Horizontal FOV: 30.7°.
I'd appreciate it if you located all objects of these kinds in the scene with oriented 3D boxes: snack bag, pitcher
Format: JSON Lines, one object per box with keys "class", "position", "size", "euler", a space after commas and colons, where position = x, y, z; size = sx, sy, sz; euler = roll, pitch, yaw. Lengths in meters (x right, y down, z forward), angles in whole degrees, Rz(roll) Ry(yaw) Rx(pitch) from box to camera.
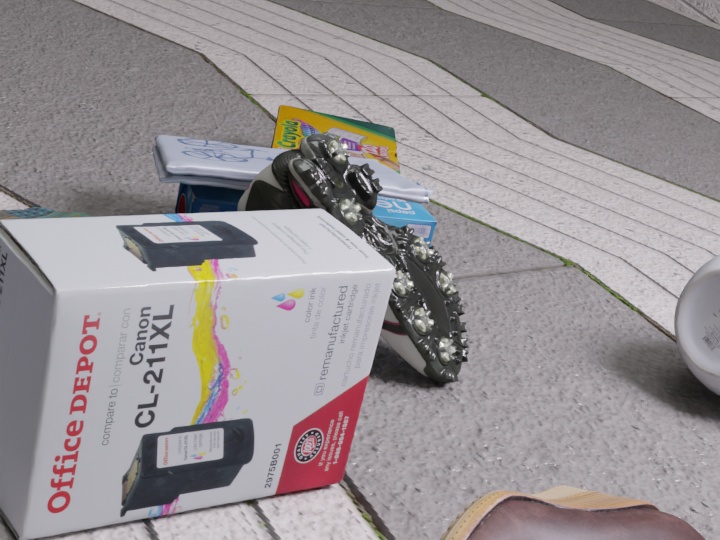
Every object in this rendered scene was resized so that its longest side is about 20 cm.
{"class": "snack bag", "position": [-0.060, -0.077, 1.014], "size": [0.200, 0.021, 0.189], "euler": [5, 10, -13]}
{"class": "pitcher", "position": [0.340, 0.060, 0.990], "size": [0.200, 0.121, 0.172], "euler": [6, 35, -46]}

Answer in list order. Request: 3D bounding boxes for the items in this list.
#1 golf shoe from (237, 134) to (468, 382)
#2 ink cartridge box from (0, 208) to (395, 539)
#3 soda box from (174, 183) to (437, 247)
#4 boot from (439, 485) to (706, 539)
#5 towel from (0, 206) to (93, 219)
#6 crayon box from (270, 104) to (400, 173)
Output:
{"class": "golf shoe", "position": [0.000, 0.000, 0.917], "size": [0.200, 0.088, 0.077], "euler": [54, 36, -11]}
{"class": "ink cartridge box", "position": [-0.097, 0.050, 0.703], "size": [0.200, 0.146, 0.083], "euler": [-5, 29, -36]}
{"class": "soda box", "position": [-0.047, -0.032, 1.052], "size": [0.200, 0.064, 0.068], "euler": [5, 22, -20]}
{"class": "boot", "position": [0.132, 0.166, 0.639], "size": [0.166, 0.072, 0.200], "euler": [23, 20, 30]}
{"class": "towel", "position": [-0.214, -0.028, 0.917], "size": [0.200, 0.022, 0.147], "euler": [8, 7, 33]}
{"class": "crayon box", "position": [-0.028, -0.092, 1.221], "size": [0.119, 0.058, 0.200], "euler": [11, 21, -5]}
